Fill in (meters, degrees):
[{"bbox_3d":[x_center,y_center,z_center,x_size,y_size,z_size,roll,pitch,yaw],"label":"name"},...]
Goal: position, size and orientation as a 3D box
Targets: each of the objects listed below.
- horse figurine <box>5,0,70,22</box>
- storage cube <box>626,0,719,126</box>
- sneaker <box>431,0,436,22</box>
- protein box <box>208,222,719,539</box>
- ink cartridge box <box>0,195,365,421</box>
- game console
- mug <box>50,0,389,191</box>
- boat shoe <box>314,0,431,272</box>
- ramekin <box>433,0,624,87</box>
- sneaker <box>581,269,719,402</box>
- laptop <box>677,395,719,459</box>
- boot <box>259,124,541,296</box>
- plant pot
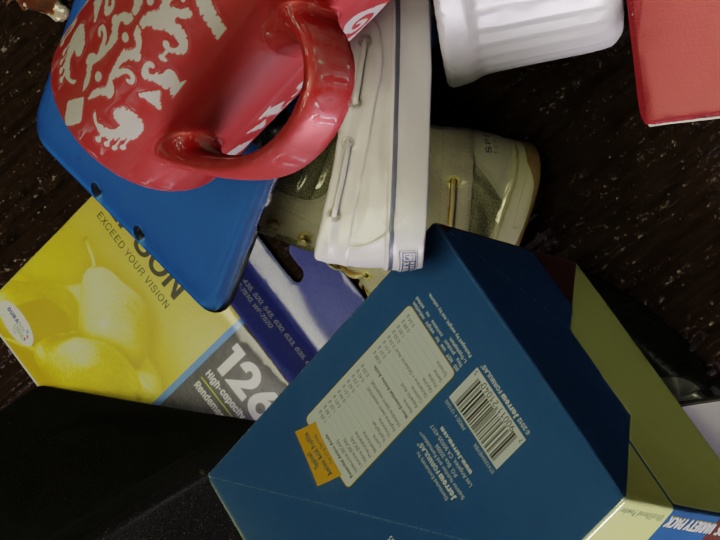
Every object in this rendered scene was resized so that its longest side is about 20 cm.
[{"bbox_3d":[-0.172,-0.199,1.747,0.132,0.200,0.050,24,73,19],"label":"horse figurine"},{"bbox_3d":[0.245,-0.176,1.523,0.200,0.171,0.180,-5,93,27],"label":"storage cube"},{"bbox_3d":[-0.025,-0.200,1.711,0.200,0.078,0.140,37,109,20],"label":"sneaker"},{"bbox_3d":[0.062,0.122,1.561,0.200,0.135,0.199,-48,55,22],"label":"protein box"},{"bbox_3d":[-0.107,0.036,1.796,0.200,0.047,0.198,-45,74,26],"label":"ink cartridge box"},{"bbox_3d":[-0.072,-0.105,1.649,0.200,0.171,0.118,44,155,35],"label":"game console"},{"bbox_3d":[-0.070,-0.124,1.450,0.133,0.178,0.200,33,134,-12],"label":"mug"},{"bbox_3d":[0.003,-0.098,1.522,0.065,0.074,0.200,1,69,-1],"label":"boat shoe"},{"bbox_3d":[0.081,-0.201,1.547,0.097,0.200,0.201,-7,92,4],"label":"ramekin"},{"bbox_3d":[0.156,0.081,1.648,0.200,0.074,0.089,45,111,17],"label":"sneaker"},{"bbox_3d":[0.253,0.168,1.547,0.187,0.116,0.200,-9,102,7],"label":"laptop"},{"bbox_3d":[0.000,0.000,1.678,0.154,0.072,0.200,18,100,-18],"label":"boot"},{"bbox_3d":[-0.171,0.199,1.729,0.200,0.177,0.200,6,110,39],"label":"plant pot"}]
